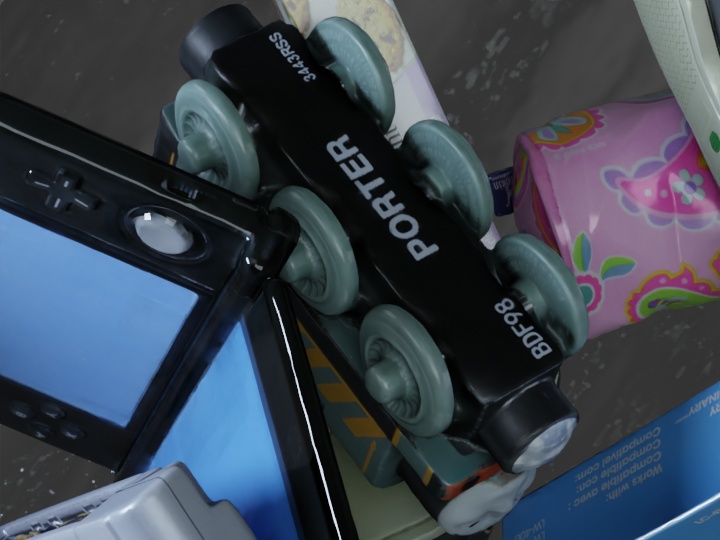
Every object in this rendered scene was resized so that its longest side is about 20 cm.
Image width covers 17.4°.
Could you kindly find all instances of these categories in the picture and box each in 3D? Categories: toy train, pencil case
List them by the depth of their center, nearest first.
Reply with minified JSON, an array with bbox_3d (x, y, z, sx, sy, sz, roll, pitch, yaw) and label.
[{"bbox_3d":[0.000,0.000,0.815,0.085,0.114,0.200,-29,67,-26],"label":"toy train"},{"bbox_3d":[0.153,-0.032,0.876,0.200,0.087,0.088,-15,96,-4],"label":"pencil case"}]

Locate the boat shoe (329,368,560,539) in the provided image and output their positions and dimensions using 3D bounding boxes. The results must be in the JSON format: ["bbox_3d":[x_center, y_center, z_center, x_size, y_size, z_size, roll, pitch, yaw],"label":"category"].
[{"bbox_3d":[0.011,0.105,0.883,0.199,0.074,0.066,-53,139,-1],"label":"boat shoe"}]

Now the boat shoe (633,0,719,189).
[{"bbox_3d":[0.140,-0.075,0.806,0.068,0.072,0.200,-25,84,-5],"label":"boat shoe"}]

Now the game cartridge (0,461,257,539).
[{"bbox_3d":[-0.069,0.137,0.783,0.041,0.200,0.133,-40,97,-30],"label":"game cartridge"}]

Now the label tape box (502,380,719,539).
[{"bbox_3d":[0.128,0.079,0.805,0.143,0.200,0.066,-35,60,36],"label":"label tape box"}]

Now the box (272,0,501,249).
[{"bbox_3d":[-0.003,-0.085,0.874,0.041,0.039,0.200,-24,97,-3],"label":"box"}]

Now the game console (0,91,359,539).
[{"bbox_3d":[-0.090,0.059,0.784,0.176,0.200,0.116,24,58,-7],"label":"game console"}]
